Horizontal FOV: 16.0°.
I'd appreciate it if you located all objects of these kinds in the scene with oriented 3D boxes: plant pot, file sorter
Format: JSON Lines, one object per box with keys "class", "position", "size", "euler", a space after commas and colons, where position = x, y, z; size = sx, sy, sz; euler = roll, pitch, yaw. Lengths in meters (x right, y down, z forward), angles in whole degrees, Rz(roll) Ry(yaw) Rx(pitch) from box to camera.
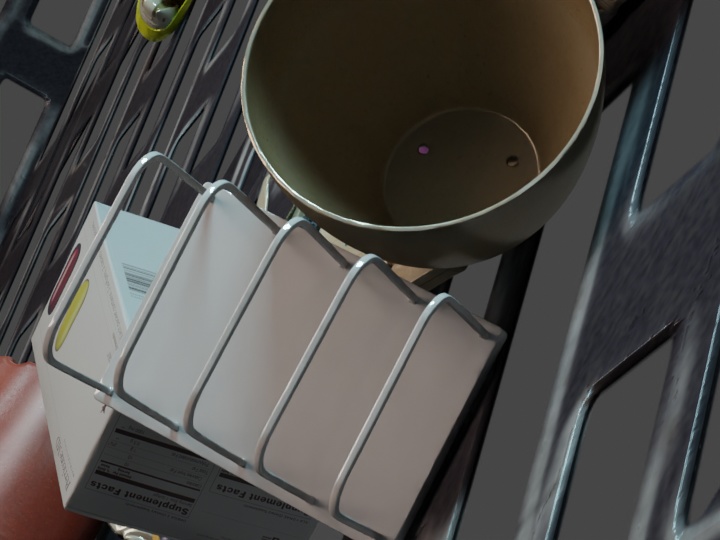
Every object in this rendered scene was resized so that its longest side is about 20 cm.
{"class": "plant pot", "position": [0.045, -0.080, 1.432], "size": [0.135, 0.199, 0.201], "euler": [66, -136, -61]}
{"class": "plant pot", "position": [-0.293, 0.191, 2.105], "size": [0.196, 0.200, 0.201], "euler": [-58, 11, -23]}
{"class": "file sorter", "position": [-0.050, 0.040, 1.376], "size": [0.140, 0.199, 0.125], "euler": [-62, -21, -5]}

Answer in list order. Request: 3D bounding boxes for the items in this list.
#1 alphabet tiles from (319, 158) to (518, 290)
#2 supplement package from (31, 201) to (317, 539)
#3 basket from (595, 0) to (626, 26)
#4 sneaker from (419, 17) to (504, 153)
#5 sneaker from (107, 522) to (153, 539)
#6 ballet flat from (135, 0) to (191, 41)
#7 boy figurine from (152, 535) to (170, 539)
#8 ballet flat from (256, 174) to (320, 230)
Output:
{"class": "alphabet tiles", "position": [0.018, -0.023, 1.570], "size": [0.195, 0.015, 0.200], "euler": [-32, 21, 12]}
{"class": "supplement package", "position": [-0.106, 0.070, 1.593], "size": [0.111, 0.155, 0.200], "euler": [-63, 24, 21]}
{"class": "basket", "position": [0.119, -0.285, 1.485], "size": [0.161, 0.197, 0.201], "euler": [-40, 25, 52]}
{"class": "sneaker", "position": [0.018, -0.152, 1.545], "size": [0.114, 0.202, 0.073], "euler": [-17, 6, 36]}
{"class": "sneaker", "position": [-0.139, 0.151, 1.868], "size": [0.085, 0.077, 0.200], "euler": [-49, 21, 4]}
{"class": "ballet flat", "position": [-0.237, -0.353, 3.195], "size": [0.200, 0.067, 0.067], "euler": [-48, -3, 37]}
{"class": "boy figurine", "position": [-0.105, 0.154, 1.718], "size": [0.125, 0.064, 0.201], "euler": [-55, 14, 31]}
{"class": "ballet flat", "position": [-0.032, -0.069, 1.885], "size": [0.201, 0.074, 0.074], "euler": [-67, 14, -21]}
